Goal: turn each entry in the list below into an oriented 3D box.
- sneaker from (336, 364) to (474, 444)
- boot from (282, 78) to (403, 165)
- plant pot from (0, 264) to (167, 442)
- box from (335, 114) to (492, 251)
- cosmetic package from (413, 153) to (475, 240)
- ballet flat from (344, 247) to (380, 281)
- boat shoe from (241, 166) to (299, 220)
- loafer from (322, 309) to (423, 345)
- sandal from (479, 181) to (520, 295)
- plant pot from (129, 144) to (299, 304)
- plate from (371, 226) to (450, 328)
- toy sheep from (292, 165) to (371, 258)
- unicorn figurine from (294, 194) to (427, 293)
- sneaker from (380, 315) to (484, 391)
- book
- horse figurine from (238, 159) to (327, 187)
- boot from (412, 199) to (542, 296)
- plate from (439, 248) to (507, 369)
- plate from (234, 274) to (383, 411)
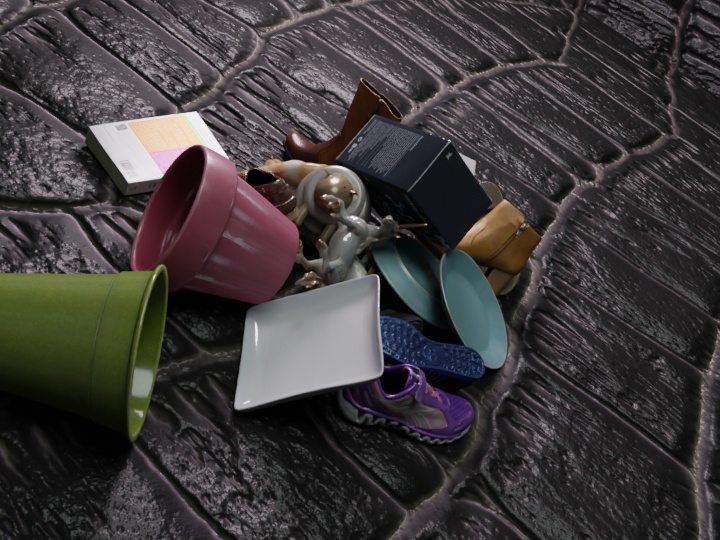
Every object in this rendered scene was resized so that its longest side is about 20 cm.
[{"bbox_3d":[0.072,0.172,1.250,0.198,0.089,0.081,15,35,-19],"label":"sneaker"},{"bbox_3d":[-0.037,-0.241,1.600,0.068,0.201,0.188,-17,54,-46],"label":"boot"},{"bbox_3d":[-0.329,0.078,1.037,0.188,0.201,0.201,10,37,-5],"label":"plant pot"},{"bbox_3d":[0.083,-0.141,1.459,0.200,0.107,0.149,29,-15,50],"label":"box"},{"bbox_3d":[0.153,-0.128,1.673,0.074,0.102,0.201,24,34,-8],"label":"cosmetic package"},{"bbox_3d":[0.000,0.000,1.425,0.073,0.067,0.200,57,29,-18],"label":"ballet flat"},{"bbox_3d":[-0.151,-0.126,1.423,0.070,0.071,0.200,-33,25,-18],"label":"boat shoe"},{"bbox_3d":[0.004,0.097,1.327,0.199,0.073,0.063,-11,31,-43],"label":"loafer"},{"bbox_3d":[0.240,-0.049,1.654,0.077,0.070,0.214,-8,71,1],"label":"sandal"},{"bbox_3d":[-0.191,-0.047,1.276,0.178,0.200,0.201,26,32,-29],"label":"plant pot"},{"bbox_3d":[0.094,0.004,1.465,0.200,0.026,0.201,38,26,-22],"label":"plate"},{"bbox_3d":[-0.046,-0.094,1.451,0.136,0.200,0.139,1,78,-5],"label":"toy sheep"},{"bbox_3d":[-0.018,-0.043,1.345,0.074,0.200,0.137,37,-7,44],"label":"unicorn figurine"},{"bbox_3d":[0.075,0.127,1.302,0.199,0.078,0.071,22,50,-21],"label":"sneaker"},{"bbox_3d":[-0.319,-0.188,1.482,0.199,0.048,0.134,-15,55,-43],"label":"book"},{"bbox_3d":[-0.100,-0.159,1.546,0.198,0.050,0.132,11,10,18],"label":"horse figurine"},{"bbox_3d":[0.198,-0.064,1.562,0.200,0.145,0.071,35,-1,-13],"label":"boot"},{"bbox_3d":[0.171,0.062,1.448,0.200,0.025,0.202,41,37,-40],"label":"plate"},{"bbox_3d":[-0.063,0.100,1.222,0.198,0.032,0.201,-15,38,11],"label":"plate"}]
